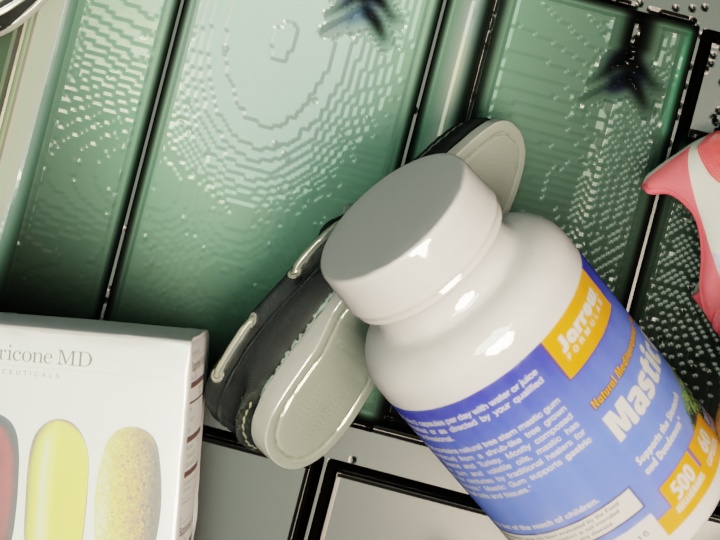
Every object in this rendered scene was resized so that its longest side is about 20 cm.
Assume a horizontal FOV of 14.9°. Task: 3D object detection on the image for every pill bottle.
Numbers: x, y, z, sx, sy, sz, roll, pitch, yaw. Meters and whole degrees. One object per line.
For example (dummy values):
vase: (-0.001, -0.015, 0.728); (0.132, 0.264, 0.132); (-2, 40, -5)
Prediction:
pill bottle: (0.073, 0.045, 1.259); (0.112, 0.112, 0.200); (-39, 115, 2)

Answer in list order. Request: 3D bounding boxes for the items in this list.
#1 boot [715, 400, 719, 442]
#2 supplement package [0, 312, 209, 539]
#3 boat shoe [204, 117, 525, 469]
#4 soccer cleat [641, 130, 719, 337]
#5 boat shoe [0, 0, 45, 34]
boot: (0.215, -0.005, 1.212); (0.071, 0.144, 0.202); (21, 81, -3)
supplement package: (-0.137, 0.124, 1.300); (0.113, 0.110, 0.201); (4, 92, 1)
boat shoe: (0.000, 0.000, 1.315); (0.060, 0.076, 0.200); (31, 74, 39)
soccer cleat: (0.202, 0.028, 1.316); (0.076, 0.067, 0.200); (-21, 89, 13)
boat shoe: (-0.134, -0.194, 1.307); (0.076, 0.060, 0.200); (34, 92, 0)
